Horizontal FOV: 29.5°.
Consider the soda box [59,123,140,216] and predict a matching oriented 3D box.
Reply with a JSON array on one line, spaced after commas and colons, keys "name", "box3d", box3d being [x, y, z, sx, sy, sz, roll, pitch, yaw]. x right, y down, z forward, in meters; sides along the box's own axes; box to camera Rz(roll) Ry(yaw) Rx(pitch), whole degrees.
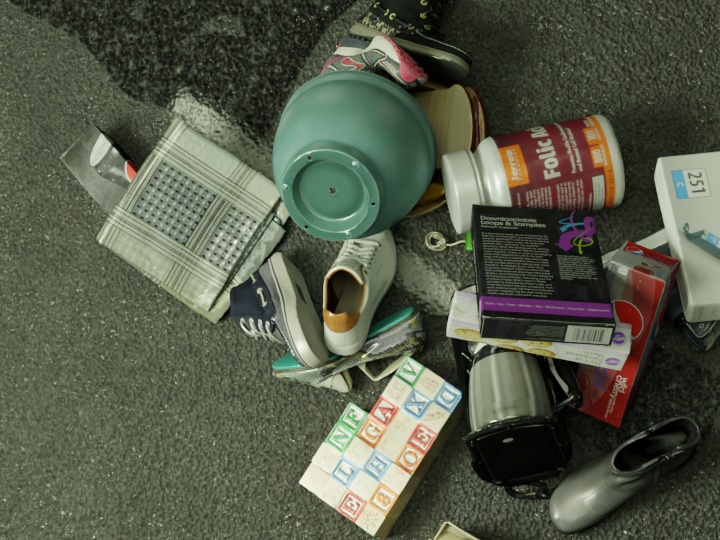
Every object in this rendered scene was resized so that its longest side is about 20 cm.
[{"name": "soda box", "box3d": [-0.307, -0.098, 1.805, 0.071, 0.063, 0.200, -44, 71, 2]}]

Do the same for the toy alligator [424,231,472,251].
[{"name": "toy alligator", "box3d": [0.170, -0.036, 1.667, 0.198, 0.054, 0.060, 3, 78, 16]}]

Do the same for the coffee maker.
[{"name": "coffee maker", "box3d": [0.166, 0.136, 1.583, 0.133, 0.193, 0.201, 0, 54, -7]}]

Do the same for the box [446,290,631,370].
[{"name": "box", "box3d": [0.194, 0.065, 1.492, 0.198, 0.042, 0.039, 12, 58, 1]}]

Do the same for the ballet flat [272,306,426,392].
[{"name": "ballet flat", "box3d": [-0.009, 0.111, 1.678, 0.199, 0.072, 0.073, -22, 73, 9]}]

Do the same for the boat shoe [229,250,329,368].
[{"name": "boat shoe", "box3d": [-0.103, 0.067, 1.680, 0.092, 0.075, 0.201, -34, 36, 11]}]

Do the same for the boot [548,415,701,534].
[{"name": "boot", "box3d": [0.289, 0.223, 1.535, 0.199, 0.132, 0.070, -37, 72, 4]}]

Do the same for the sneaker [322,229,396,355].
[{"name": "sneaker", "box3d": [0.000, 0.000, 1.658, 0.072, 0.085, 0.201, 5, 51, 11]}]

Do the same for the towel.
[{"name": "towel", "box3d": [-0.204, -0.061, 1.731, 0.199, 0.035, 0.193, 35, 87, -16]}]

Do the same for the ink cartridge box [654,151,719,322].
[{"name": "ink cartridge box", "box3d": [0.439, -0.044, 1.554, 0.175, 0.045, 0.201, -5, 60, -1]}]

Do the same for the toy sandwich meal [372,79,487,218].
[{"name": "toy sandwich meal", "box3d": [0.060, -0.160, 1.716, 0.203, 0.070, 0.207, -3, 77, 14]}]

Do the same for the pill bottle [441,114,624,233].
[{"name": "pill bottle", "box3d": [0.202, -0.111, 1.621, 0.198, 0.114, 0.115, -12, 74, -4]}]

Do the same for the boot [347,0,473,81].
[{"name": "boot", "box3d": [0.089, -0.330, 1.723, 0.203, 0.073, 0.154, 26, 82, 44]}]

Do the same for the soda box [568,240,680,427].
[{"name": "soda box", "box3d": [0.298, 0.073, 1.548, 0.070, 0.063, 0.201, 23, 123, 19]}]

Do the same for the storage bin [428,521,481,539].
[{"name": "storage bin", "box3d": [0.133, 0.420, 1.554, 0.199, 0.094, 0.199, 29, 85, 19]}]

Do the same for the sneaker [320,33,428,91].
[{"name": "sneaker", "box3d": [0.015, -0.241, 1.702, 0.081, 0.200, 0.075, 42, 78, -24]}]

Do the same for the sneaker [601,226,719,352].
[{"name": "sneaker", "box3d": [0.336, 0.041, 1.593, 0.201, 0.077, 0.147, -26, 70, 7]}]

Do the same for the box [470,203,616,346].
[{"name": "box", "box3d": [0.196, 0.001, 1.500, 0.142, 0.036, 0.201, 4, 40, -2]}]

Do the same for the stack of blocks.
[{"name": "stack of blocks", "box3d": [0.031, 0.205, 1.647, 0.115, 0.059, 0.201, 33, 88, 20]}]

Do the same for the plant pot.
[{"name": "plant pot", "box3d": [-0.020, -0.116, 1.611, 0.199, 0.134, 0.202, 7, 122, 11]}]
